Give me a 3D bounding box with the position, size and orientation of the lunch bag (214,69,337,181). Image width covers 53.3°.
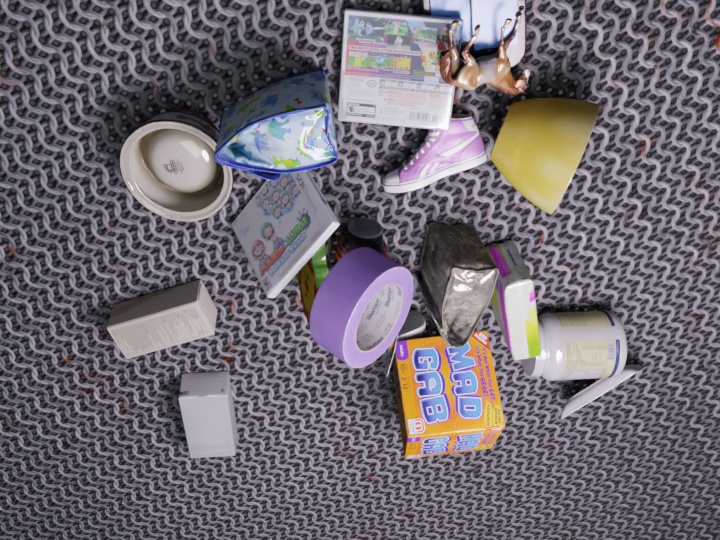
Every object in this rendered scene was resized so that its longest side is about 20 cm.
[{"bbox_3d":[-0.141,-0.238,1.195,0.196,0.171,0.129,-9,123,1],"label":"lunch bag"}]

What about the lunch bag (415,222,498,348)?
[{"bbox_3d":[0.179,0.032,1.422,0.115,0.165,0.203,1,125,-13],"label":"lunch bag"}]

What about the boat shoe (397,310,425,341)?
[{"bbox_3d":[0.052,0.146,1.550,0.199,0.075,0.065,-23,133,13],"label":"boat shoe"}]

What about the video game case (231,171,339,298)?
[{"bbox_3d":[-0.143,-0.084,1.307,0.200,0.183,0.024,-46,149,25],"label":"video game case"}]

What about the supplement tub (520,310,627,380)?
[{"bbox_3d":[0.457,0.163,1.555,0.196,0.146,0.147,-2,126,-4],"label":"supplement tub"}]

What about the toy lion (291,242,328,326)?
[{"bbox_3d":[-0.091,-0.005,1.346,0.067,0.193,0.203,-7,127,-18],"label":"toy lion"}]

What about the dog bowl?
[{"bbox_3d":[-0.315,-0.189,1.259,0.196,0.074,0.203,1,130,2],"label":"dog bowl"}]

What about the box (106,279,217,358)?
[{"bbox_3d":[-0.401,0.100,1.464,0.196,0.078,0.096,-15,126,5],"label":"box"}]

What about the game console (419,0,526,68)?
[{"bbox_3d":[0.186,-0.424,1.182,0.173,0.031,0.203,-9,125,1],"label":"game console"}]

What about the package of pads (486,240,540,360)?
[{"bbox_3d":[0.309,0.059,1.461,0.067,0.155,0.202,-14,125,1],"label":"package of pads"}]

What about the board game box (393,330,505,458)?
[{"bbox_3d":[0.179,0.269,1.526,0.196,0.203,0.201,-6,154,-2],"label":"board game box"}]

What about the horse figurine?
[{"bbox_3d":[0.199,-0.343,1.173,0.197,0.050,0.134,-16,132,-25],"label":"horse figurine"}]

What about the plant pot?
[{"bbox_3d":[0.311,-0.221,1.261,0.140,0.200,0.202,24,123,8],"label":"plant pot"}]

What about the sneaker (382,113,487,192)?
[{"bbox_3d":[0.120,-0.222,1.303,0.197,0.073,0.116,-22,114,6],"label":"sneaker"}]

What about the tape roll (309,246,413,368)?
[{"bbox_3d":[0.005,0.067,1.291,0.199,0.084,0.203,-36,141,-36],"label":"tape roll"}]

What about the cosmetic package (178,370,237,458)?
[{"bbox_3d":[-0.344,0.330,1.633,0.111,0.082,0.203,-1,124,-5],"label":"cosmetic package"}]

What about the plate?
[{"bbox_3d":[0.555,0.270,1.657,0.199,0.033,0.199,-38,161,19],"label":"plate"}]

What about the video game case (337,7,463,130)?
[{"bbox_3d":[0.064,-0.336,1.207,0.196,0.023,0.185,6,117,1],"label":"video game case"}]

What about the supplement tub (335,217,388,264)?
[{"bbox_3d":[0.000,0.000,1.417,0.105,0.108,0.203,1,125,-6],"label":"supplement tub"}]

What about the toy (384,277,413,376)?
[{"bbox_3d":[0.059,0.104,1.442,0.046,0.115,0.203,17,87,1],"label":"toy"}]
